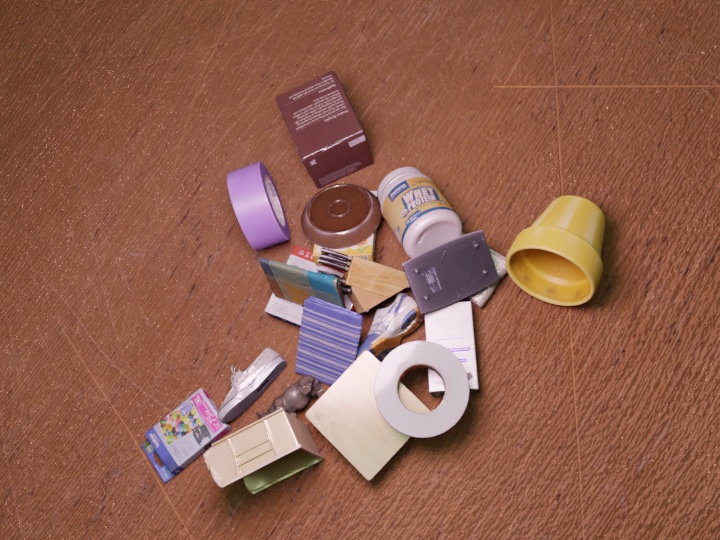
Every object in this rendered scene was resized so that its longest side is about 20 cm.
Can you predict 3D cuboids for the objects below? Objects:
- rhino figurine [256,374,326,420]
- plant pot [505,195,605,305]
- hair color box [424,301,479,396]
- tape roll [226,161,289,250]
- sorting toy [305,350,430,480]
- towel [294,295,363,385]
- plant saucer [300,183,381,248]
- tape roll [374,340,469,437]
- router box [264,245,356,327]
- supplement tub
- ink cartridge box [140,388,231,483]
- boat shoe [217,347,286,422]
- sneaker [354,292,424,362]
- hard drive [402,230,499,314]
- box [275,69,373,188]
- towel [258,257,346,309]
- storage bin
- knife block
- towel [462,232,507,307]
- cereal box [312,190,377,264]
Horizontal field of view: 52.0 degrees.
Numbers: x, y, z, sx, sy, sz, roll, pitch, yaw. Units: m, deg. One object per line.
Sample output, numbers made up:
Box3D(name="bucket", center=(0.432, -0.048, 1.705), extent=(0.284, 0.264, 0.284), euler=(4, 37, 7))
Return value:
Box3D(name="rhino figurine", center=(-0.170, 0.309, 1.678), extent=(0.200, 0.087, 0.060), euler=(-37, 106, -1))
Box3D(name="plant pot", center=(0.447, -0.056, 1.627), extent=(0.200, 0.201, 0.189), euler=(23, 63, 18))
Box3D(name="hair color box", center=(0.204, 0.176, 1.656), extent=(0.109, 0.065, 0.201), euler=(-5, 69, 9))
Box3D(name="tape roll", center=(-0.245, -0.155, 1.787), extent=(0.085, 0.200, 0.201), euler=(-18, 69, 4))
Box3D(name="sorting toy", center=(0.019, 0.318, 1.630), extent=(0.200, 0.070, 0.199), euler=(43, 84, 12))
Box3D(name="towel", center=(-0.073, 0.166, 1.678), extent=(0.144, 0.024, 0.201), euler=(18, 116, 16))
Box3D(name="plant saucer", center=(-0.049, -0.140, 1.769), extent=(0.199, 0.035, 0.201), euler=(-6, 53, 8))
Box3D(name="tape roll", center=(0.129, 0.253, 1.567), extent=(0.199, 0.066, 0.201), euler=(-1, 76, 4))
Box3D(name="router box", center=(-0.101, 0.056, 1.765), extent=(0.199, 0.049, 0.180), euler=(19, 76, 17))
Box3D(name="supplement tub", center=(0.133, -0.133, 1.713), extent=(0.144, 0.145, 0.200), euler=(-29, 50, 0))
Box3D(name="ink cartridge box", center=(-0.414, 0.384, 1.722), extent=(0.200, 0.042, 0.119), euler=(-40, 68, -2))
Box3D(name="boat shoe", center=(-0.271, 0.256, 1.717), extent=(0.086, 0.075, 0.202), euler=(39, 78, 22))
Box3D(name="sneaker", center=(0.055, 0.137, 1.705), extent=(0.200, 0.075, 0.088), euler=(-41, 52, -7))
Box3D(name="hard drive", center=(0.199, 0.001, 1.652), extent=(0.199, 0.042, 0.135), euler=(-23, 102, -8))
Box3D(name="box", center=(-0.088, -0.349, 1.841), extent=(0.165, 0.164, 0.201), euler=(-24, 69, 2))
Box3D(name="towel", center=(-0.125, 0.037, 1.666), extent=(0.199, 0.147, 0.022), euler=(16, 57, 23))
Box3D(name="storage bin", center=(-0.206, 0.396, 1.588), extent=(0.198, 0.200, 0.094), euler=(-27, 67, 1))
Box3D(name="knife block", center=(0.000, 0.000, 1.697), extent=(0.199, 0.064, 0.176), euler=(-29, 92, -17))
Box3D(name="towel", center=(0.237, -0.014, 1.731), extent=(0.200, 0.034, 0.133), euler=(34, 83, 21))
Box3D(name="cereal box", center=(-0.033, -0.105, 1.786), extent=(0.143, 0.040, 0.201), euler=(-1, 53, 10))
